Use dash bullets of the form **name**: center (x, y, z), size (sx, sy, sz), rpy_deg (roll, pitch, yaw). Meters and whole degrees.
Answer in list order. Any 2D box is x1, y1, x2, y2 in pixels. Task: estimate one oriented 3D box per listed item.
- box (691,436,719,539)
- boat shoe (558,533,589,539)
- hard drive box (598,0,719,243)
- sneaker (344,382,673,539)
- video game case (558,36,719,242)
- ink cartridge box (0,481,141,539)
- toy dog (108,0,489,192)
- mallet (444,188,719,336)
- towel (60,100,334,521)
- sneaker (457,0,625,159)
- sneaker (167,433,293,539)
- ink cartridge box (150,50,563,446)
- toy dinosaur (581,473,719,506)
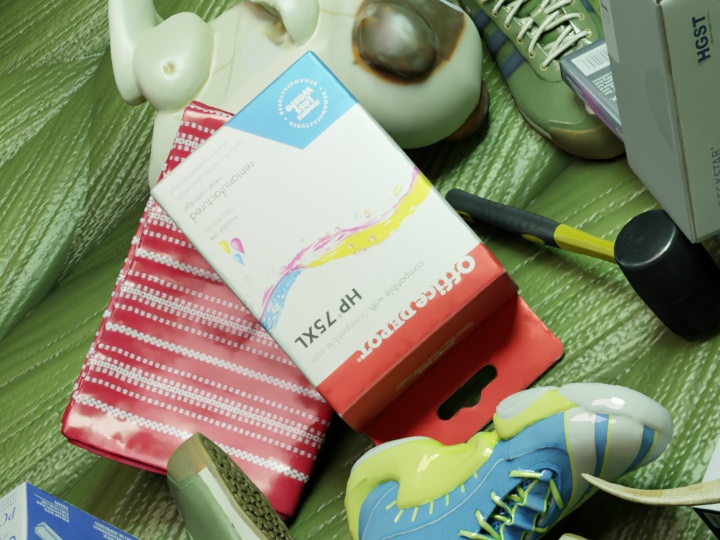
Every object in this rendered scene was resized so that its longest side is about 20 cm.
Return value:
- **box**: center (0.268, 0.074, 1.311), size (0.199, 0.038, 0.137), rpy_deg (7, 62, 38)
- **boat shoe**: center (0.134, 0.197, 1.283), size (0.066, 0.072, 0.201), rpy_deg (-40, 48, -6)
- **hard drive box**: center (0.223, -0.127, 1.370), size (0.199, 0.156, 0.077), rpy_deg (-23, 42, -10)
- **sneaker**: center (0.072, 0.125, 1.378), size (0.200, 0.076, 0.106), rpy_deg (-23, 52, 44)
- **video game case**: center (0.212, -0.084, 1.456), size (0.142, 0.019, 0.200), rpy_deg (-26, 44, -12)
- **ink cartridge box**: center (-0.205, 0.189, 1.471), size (0.200, 0.094, 0.044), rpy_deg (-36, 41, 29)
- **toy dog**: center (-0.029, -0.108, 1.590), size (0.199, 0.140, 0.195), rpy_deg (-16, 49, 21)
- **mallet**: center (0.118, -0.010, 1.489), size (0.041, 0.066, 0.200), rpy_deg (-52, 30, -14)
- **towel**: center (-0.067, 0.021, 1.522), size (0.144, 0.022, 0.201), rpy_deg (20, 85, 15)
- **sneaker**: center (0.089, -0.147, 1.571), size (0.067, 0.090, 0.200), rpy_deg (-35, 44, 5)
- **sneaker**: center (-0.063, 0.176, 1.417), size (0.090, 0.067, 0.200), rpy_deg (-43, 53, 5)
- **ink cartridge box**: center (0.000, 0.000, 1.468), size (0.116, 0.067, 0.200), rpy_deg (-42, 76, 0)
- **toy dinosaur**: center (0.209, 0.091, 1.285), size (0.199, 0.058, 0.101), rpy_deg (-27, 31, 5)
